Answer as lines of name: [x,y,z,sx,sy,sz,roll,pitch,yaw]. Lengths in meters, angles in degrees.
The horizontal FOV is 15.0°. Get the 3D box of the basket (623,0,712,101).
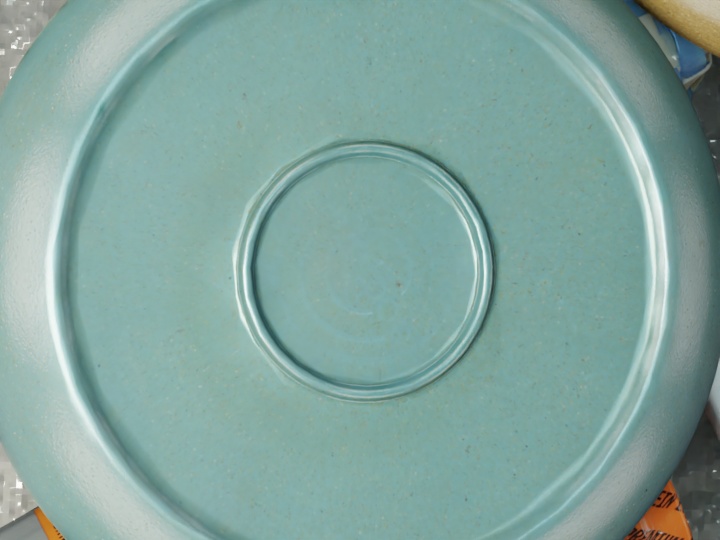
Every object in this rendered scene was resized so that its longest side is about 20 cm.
basket: [-0.018,-0.072,0.775,0.200,0.139,0.177,-24,84,-4]

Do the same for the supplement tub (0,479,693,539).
supplement tub: [-0.015,0.093,0.764,0.200,0.123,0.123,-29,83,-9]

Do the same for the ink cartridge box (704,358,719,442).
ink cartridge box: [0.197,0.079,0.765,0.146,0.086,0.200,-26,82,6]

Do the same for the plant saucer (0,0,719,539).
plant saucer: [0.000,0.000,0.691,0.200,0.027,0.201,0,90,-9]

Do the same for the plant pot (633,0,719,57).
plant pot: [0.132,-0.141,0.687,0.200,0.027,0.201,3,103,12]
